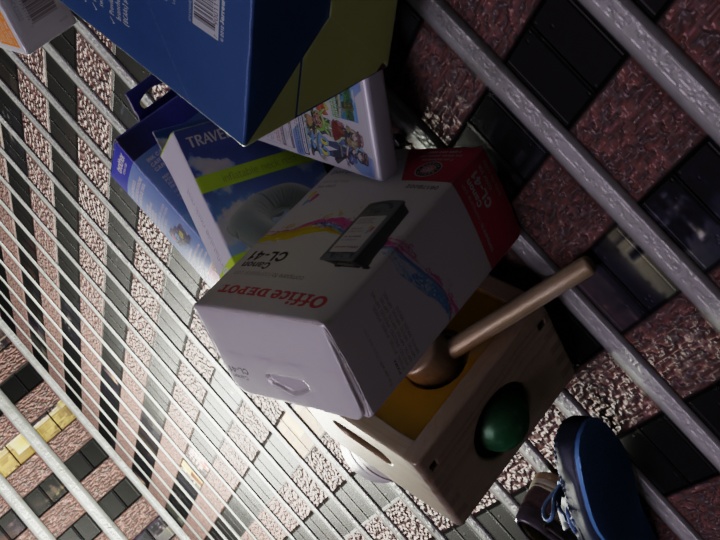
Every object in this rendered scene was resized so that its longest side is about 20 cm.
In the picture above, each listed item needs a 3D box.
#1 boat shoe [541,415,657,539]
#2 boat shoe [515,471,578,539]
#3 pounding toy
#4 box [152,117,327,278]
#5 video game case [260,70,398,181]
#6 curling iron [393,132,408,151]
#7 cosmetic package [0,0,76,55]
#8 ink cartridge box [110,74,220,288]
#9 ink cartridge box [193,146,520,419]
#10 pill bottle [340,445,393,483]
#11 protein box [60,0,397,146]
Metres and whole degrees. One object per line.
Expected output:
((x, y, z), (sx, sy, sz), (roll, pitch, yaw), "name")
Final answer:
((0.189, 0.201, 0.967), (0.068, 0.084, 0.202), (7, 131, 41), "boat shoe")
((0.207, 0.279, 1.074), (0.201, 0.065, 0.072), (56, 154, -14), "boat shoe")
((0.069, 0.066, 0.895), (0.199, 0.185, 0.143), (27, 160, 42), "pounding toy")
((-0.081, -0.055, 0.977), (0.202, 0.120, 0.048), (63, 149, 13), "box")
((-0.050, -0.180, 0.862), (0.181, 0.022, 0.203), (23, 131, 47), "video game case")
((0.007, -0.063, 0.984), (0.049, 0.026, 0.201), (24, 150, -3), "curling iron")
((-0.407, -0.311, 1.299), (0.199, 0.071, 0.102), (22, 145, 49), "cosmetic package")
((-0.131, -0.089, 1.049), (0.200, 0.136, 0.076), (47, 155, 6), "ink cartridge box")
((0.000, 0.000, 0.843), (0.146, 0.200, 0.087), (4, 130, 44), "ink cartridge box")
((0.046, 0.140, 1.102), (0.110, 0.109, 0.200), (48, 157, 4), "pill bottle")
((-0.085, -0.229, 0.716), (0.199, 0.134, 0.201), (38, 142, 26), "protein box")
